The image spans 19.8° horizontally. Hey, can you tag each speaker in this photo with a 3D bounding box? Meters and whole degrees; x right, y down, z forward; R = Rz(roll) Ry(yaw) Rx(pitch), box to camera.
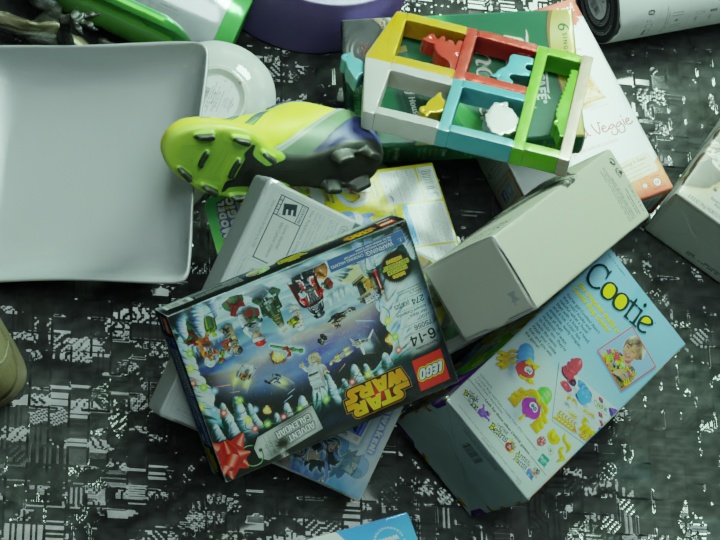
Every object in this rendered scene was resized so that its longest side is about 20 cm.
[{"bbox_3d":[0.303,-0.260,1.879,0.200,0.081,0.081,-12,70,-19],"label":"speaker"},{"bbox_3d":[-0.195,-0.236,1.728,0.200,0.088,0.088,24,62,-4],"label":"speaker"}]

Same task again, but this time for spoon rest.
[{"bbox_3d":[-0.139,-0.094,1.679,0.099,0.061,0.200,25,78,-5],"label":"spoon rest"}]

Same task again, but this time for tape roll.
[{"bbox_3d":[-0.041,-0.296,1.799,0.200,0.085,0.200,6,65,-14],"label":"tape roll"}]

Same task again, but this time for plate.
[{"bbox_3d":[-0.220,-0.083,1.639,0.200,0.032,0.200,0,75,12],"label":"plate"}]

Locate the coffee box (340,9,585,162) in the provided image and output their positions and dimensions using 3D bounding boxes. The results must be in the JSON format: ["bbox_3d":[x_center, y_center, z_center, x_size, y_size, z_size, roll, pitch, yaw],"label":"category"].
[{"bbox_3d":[0.085,-0.156,1.735,0.200,0.044,0.123,-2,71,-2],"label":"coffee box"}]

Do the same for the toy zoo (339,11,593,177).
[{"bbox_3d":[0.081,-0.148,1.672,0.200,0.020,0.131,14,47,4],"label":"toy zoo"}]

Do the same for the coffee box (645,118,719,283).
[{"bbox_3d":[0.355,-0.089,1.817,0.113,0.080,0.200,35,62,3],"label":"coffee box"}]

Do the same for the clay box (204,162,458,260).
[{"bbox_3d":[-0.023,-0.017,1.670,0.200,0.048,0.115,-9,65,-18],"label":"clay box"}]

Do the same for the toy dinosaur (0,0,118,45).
[{"bbox_3d":[-0.255,-0.201,1.694,0.200,0.088,0.047,28,57,-2],"label":"toy dinosaur"}]

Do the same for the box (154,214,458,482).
[{"bbox_3d":[-0.039,0.057,1.551,0.200,0.040,0.137,-23,105,-16],"label":"box"}]

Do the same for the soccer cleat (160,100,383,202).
[{"bbox_3d":[-0.076,-0.100,1.626,0.200,0.065,0.084,0,39,-34],"label":"soccer cleat"}]

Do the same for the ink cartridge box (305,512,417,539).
[{"bbox_3d":[0.010,0.297,1.556,0.116,0.067,0.200,-13,71,-21],"label":"ink cartridge box"}]

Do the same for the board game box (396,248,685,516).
[{"bbox_3d":[0.144,0.090,1.657,0.200,0.103,0.105,-40,94,-26],"label":"board game box"}]

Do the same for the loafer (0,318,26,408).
[{"bbox_3d":[-0.323,0.015,1.581,0.076,0.067,0.200,-37,80,-8],"label":"loafer"}]

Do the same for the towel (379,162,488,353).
[{"bbox_3d":[0.000,0.000,1.713,0.149,0.031,0.200,-26,73,-26],"label":"towel"}]

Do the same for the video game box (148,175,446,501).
[{"bbox_3d":[-0.040,0.053,1.595,0.182,0.047,0.200,26,87,-19],"label":"video game box"}]

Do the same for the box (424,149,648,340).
[{"bbox_3d":[0.141,-0.022,1.628,0.200,0.082,0.068,-35,96,-50],"label":"box"}]

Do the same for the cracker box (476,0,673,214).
[{"bbox_3d":[0.165,-0.126,1.793,0.134,0.058,0.200,-20,73,-21],"label":"cracker box"}]
